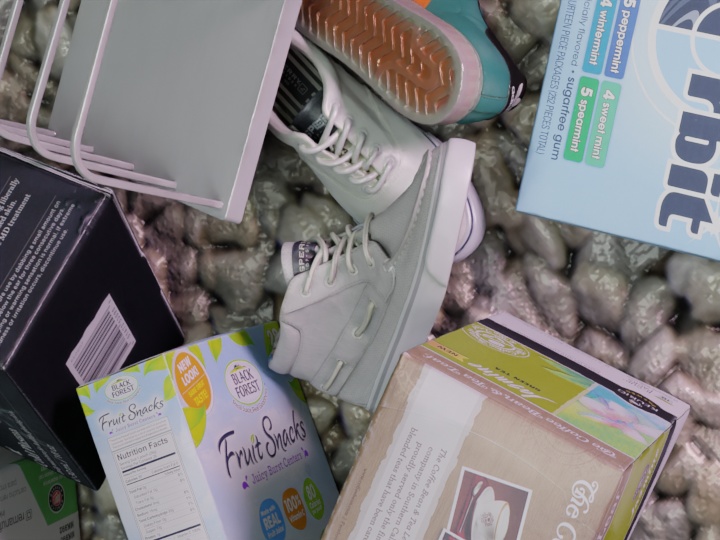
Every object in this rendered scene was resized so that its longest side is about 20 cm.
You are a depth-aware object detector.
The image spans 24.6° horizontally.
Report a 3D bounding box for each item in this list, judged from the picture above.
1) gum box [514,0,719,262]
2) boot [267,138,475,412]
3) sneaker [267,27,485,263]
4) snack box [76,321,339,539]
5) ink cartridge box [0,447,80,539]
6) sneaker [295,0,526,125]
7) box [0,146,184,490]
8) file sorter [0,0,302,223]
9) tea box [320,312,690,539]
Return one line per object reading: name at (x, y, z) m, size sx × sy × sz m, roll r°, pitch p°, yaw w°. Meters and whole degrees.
gum box at (0.201, -0.093, 0.923) m, size 0.198 × 0.044 × 0.172 m, roll 15°, pitch 100°, yaw 17°
boot at (0.000, 0.000, 0.950) m, size 0.094 × 0.074 × 0.201 m, roll 16°, pitch 128°, yaw -2°
sneaker at (-0.011, -0.076, 0.989) m, size 0.200 × 0.071 × 0.073 m, roll 42°, pitch 107°, yaw 12°
snack box at (-0.073, 0.141, 0.979) m, size 0.067 × 0.168 × 0.202 m, roll -22°, pitch 88°, yaw 20°
ink cartridge box at (-0.243, 0.223, 1.063) m, size 0.083 × 0.146 × 0.203 m, roll -3°, pitch 94°, yaw 19°
sneaker at (0.020, -0.152, 0.978) m, size 0.200 × 0.079 × 0.072 m, roll 51°, pitch 121°, yaw 30°
box at (-0.234, 0.014, 0.998) m, size 0.195 × 0.201 × 0.125 m, roll 23°, pitch 68°, yaw 18°
file sorter at (-0.155, -0.129, 0.965) m, size 0.199 × 0.124 × 0.140 m, roll 23°, pitch 99°, yaw 45°
tea box at (0.070, 0.148, 0.913) m, size 0.133 × 0.196 × 0.202 m, roll 27°, pitch 103°, yaw 16°
